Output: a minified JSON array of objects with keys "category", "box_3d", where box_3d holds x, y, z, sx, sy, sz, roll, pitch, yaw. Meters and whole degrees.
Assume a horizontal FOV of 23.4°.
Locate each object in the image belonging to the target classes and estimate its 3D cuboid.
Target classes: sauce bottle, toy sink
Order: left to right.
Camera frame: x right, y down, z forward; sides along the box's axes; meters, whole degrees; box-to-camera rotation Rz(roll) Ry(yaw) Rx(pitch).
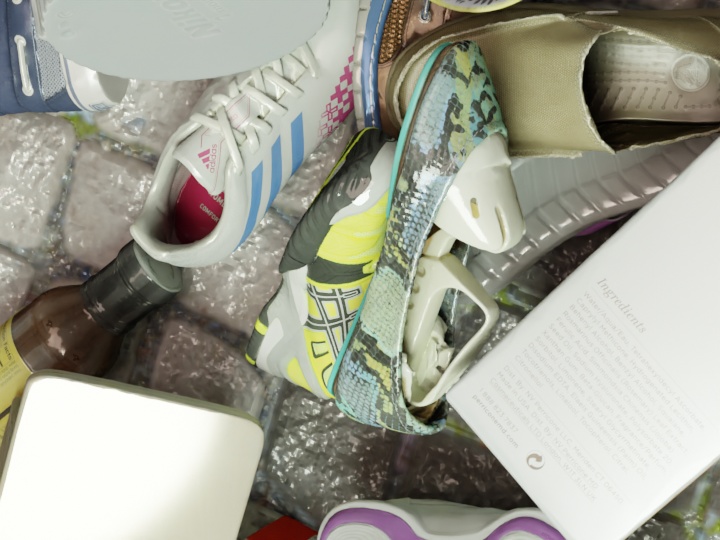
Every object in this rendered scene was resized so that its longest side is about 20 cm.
[{"category":"sauce bottle","box_3d":[-0.187,0.054,1.021,0.200,0.065,0.065,-36,82,20]},{"category":"toy sink","box_3d":[-0.143,0.142,0.964,0.130,0.112,0.201,13,104,-12]}]

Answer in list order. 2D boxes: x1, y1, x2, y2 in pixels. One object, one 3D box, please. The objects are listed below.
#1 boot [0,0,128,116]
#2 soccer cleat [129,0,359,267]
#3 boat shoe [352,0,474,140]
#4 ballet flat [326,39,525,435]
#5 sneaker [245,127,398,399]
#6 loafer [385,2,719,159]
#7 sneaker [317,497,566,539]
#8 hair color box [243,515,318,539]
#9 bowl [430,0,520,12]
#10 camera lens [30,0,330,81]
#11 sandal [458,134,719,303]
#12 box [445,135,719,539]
[{"category":"boot","box_3d":[-0.194,-0.188,0.994,0.090,0.073,0.201,-5,94,16]},{"category":"soccer cleat","box_3d":[-0.055,-0.082,0.943,0.070,0.086,0.200,37,107,15]},{"category":"boat shoe","box_3d":[0.041,-0.136,0.907,0.072,0.072,0.201,3,96,20]},{"category":"ballet flat","box_3d":[0.043,-0.009,0.824,0.074,0.074,0.200,25,119,18]},{"category":"sneaker","box_3d":[0.000,0.000,0.908,0.076,0.075,0.200,29,146,5]},{"category":"loafer","box_3d":[0.103,-0.092,0.835,0.199,0.067,0.076,-6,102,19]},{"category":"sneaker","box_3d":[0.079,0.150,0.898,0.200,0.100,0.075,10,94,34]},{"category":"hair color box","box_3d":[-0.046,0.253,0.985,0.101,0.061,0.200,24,104,17]},{"category":"bowl","box_3d":[0.092,-0.221,0.818,0.201,0.094,0.201,5,96,55]},{"category":"camera lens","box_3d":[-0.097,-0.217,0.885,0.160,0.160,0.201,-15,70,22]},{"category":"sandal","box_3d":[0.115,-0.051,0.900,0.202,0.050,0.083,-29,68,17]},{"category":"box","box_3d":[0.164,0.025,0.830,0.200,0.152,0.106,-44,78,20]}]
